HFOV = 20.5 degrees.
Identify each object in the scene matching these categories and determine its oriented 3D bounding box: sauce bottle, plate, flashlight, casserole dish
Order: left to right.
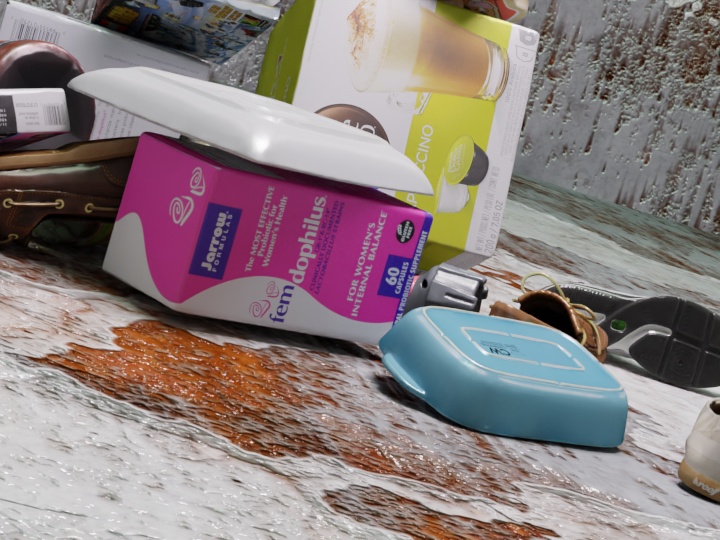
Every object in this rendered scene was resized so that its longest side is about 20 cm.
[{"bbox_3d":[-0.185,-0.052,1.525,0.064,0.065,0.200,20,10,18],"label":"sauce bottle"},{"bbox_3d":[-0.073,-0.103,1.399,0.199,0.033,0.199,24,10,38],"label":"plate"},{"bbox_3d":[0.000,0.000,1.549,0.198,0.068,0.068,15,-27,15],"label":"flashlight"},{"bbox_3d":[0.104,0.069,1.358,0.199,0.039,0.121,10,23,-37],"label":"casserole dish"}]

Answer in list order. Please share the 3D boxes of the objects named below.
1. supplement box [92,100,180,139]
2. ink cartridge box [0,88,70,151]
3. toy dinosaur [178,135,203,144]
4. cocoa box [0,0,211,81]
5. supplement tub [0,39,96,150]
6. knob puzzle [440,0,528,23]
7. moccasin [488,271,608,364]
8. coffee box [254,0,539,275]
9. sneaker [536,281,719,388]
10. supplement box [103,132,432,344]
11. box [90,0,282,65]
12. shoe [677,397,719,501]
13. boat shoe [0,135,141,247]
[{"bbox_3d":[-0.221,-0.108,1.695,0.199,0.102,0.103,13,9,-35],"label":"supplement box"},{"bbox_3d":[-0.305,-0.092,1.405,0.199,0.037,0.094,-9,-1,40],"label":"ink cartridge box"},{"bbox_3d":[-0.104,-0.070,1.536,0.087,0.048,0.201,-19,35,9],"label":"toy dinosaur"},{"bbox_3d":[-0.250,-0.160,1.857,0.198,0.135,0.131,17,6,-8],"label":"cocoa box"},{"bbox_3d":[-0.300,-0.124,1.542,0.106,0.108,0.199,10,-4,-43],"label":"supplement tub"},{"bbox_3d":[0.046,-0.227,1.700,0.218,0.031,0.220,11,-12,2],"label":"knob puzzle"},{"bbox_3d":[0.142,0.046,1.533,0.073,0.078,0.201,23,9,31],"label":"moccasin"},{"bbox_3d":[0.012,-0.114,1.697,0.196,0.202,0.200,16,-12,-13],"label":"coffee box"},{"bbox_3d":[0.246,0.044,1.792,0.199,0.076,0.115,15,10,-3],"label":"sneaker"},{"bbox_3d":[-0.063,-0.020,1.389,0.199,0.102,0.103,11,10,-39],"label":"supplement box"},{"bbox_3d":[-0.162,-0.245,1.833,0.136,0.040,0.200,16,-11,-17],"label":"box"},{"bbox_3d":[0.267,0.121,1.394,0.069,0.054,0.200,20,8,15],"label":"shoe"},{"bbox_3d":[-0.233,-0.051,1.378,0.198,0.071,0.070,-6,7,-14],"label":"boat shoe"}]
